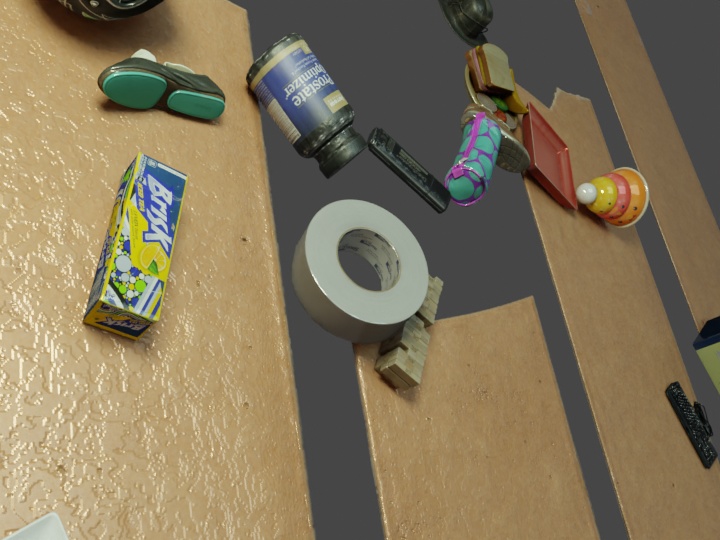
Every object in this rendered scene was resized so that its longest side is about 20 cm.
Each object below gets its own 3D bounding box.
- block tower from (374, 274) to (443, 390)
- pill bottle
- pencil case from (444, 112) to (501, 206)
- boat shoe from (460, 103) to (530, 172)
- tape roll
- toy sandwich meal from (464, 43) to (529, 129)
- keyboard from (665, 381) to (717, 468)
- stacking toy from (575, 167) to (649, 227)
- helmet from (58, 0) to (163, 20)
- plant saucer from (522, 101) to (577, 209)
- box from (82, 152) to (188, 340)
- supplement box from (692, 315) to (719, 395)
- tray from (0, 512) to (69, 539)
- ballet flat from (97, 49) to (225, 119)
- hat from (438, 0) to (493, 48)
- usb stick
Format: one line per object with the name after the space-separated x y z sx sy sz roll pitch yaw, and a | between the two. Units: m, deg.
0.076 0.086 1.058 0.058 0.054 0.203 40 44 -20 | block tower
-0.079 -0.250 1.059 0.202 0.111 0.112 52 42 -6 | pill bottle
0.227 -0.221 1.359 0.094 0.083 0.202 66 32 -35 | pencil case
0.298 -0.292 1.480 0.198 0.075 0.073 37 43 -25 | boat shoe
0.000 0.000 0.991 0.195 0.066 0.205 14 55 -20 | tape roll
0.314 -0.420 1.570 0.202 0.070 0.210 23 52 -33 | toy sandwich meal
0.796 0.353 1.616 0.103 0.039 0.204 -23 85 -48 | keyboard
0.591 -0.180 1.665 0.195 0.146 0.150 -2 67 -34 | stacking toy
-0.321 -0.414 0.858 0.187 0.200 0.204 -24 83 -14 | helmet
0.441 -0.264 1.615 0.198 0.036 0.205 34 46 -37 | plant saucer
-0.258 -0.031 0.793 0.069 0.064 0.205 24 53 -31 | box
1.023 0.231 1.835 0.198 0.133 0.204 -23 83 -48 | supplement box
-0.278 0.331 0.595 0.106 0.022 0.204 -20 82 -49 | tray
-0.269 -0.250 0.916 0.198 0.068 0.070 3 54 -54 | ballet flat
0.261 -0.618 1.612 0.198 0.081 0.205 29 41 -28 | hat
0.090 -0.180 1.243 0.199 0.032 0.056 39 52 -22 | usb stick
